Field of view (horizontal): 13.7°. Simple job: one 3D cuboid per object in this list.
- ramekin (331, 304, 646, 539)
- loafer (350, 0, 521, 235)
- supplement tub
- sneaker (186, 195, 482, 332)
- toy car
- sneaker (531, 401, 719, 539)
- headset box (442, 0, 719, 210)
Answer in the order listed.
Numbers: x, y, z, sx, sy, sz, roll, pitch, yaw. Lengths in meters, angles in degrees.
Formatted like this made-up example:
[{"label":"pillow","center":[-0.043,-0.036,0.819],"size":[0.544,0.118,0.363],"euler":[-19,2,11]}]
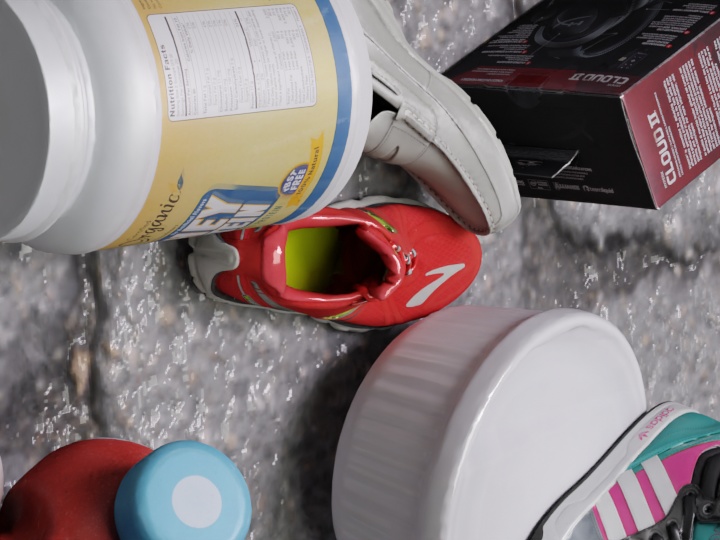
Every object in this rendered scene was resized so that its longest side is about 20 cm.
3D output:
[{"label":"ramekin","center":[0.068,0.111,1.660],"size":[0.202,0.094,0.203],"euler":[-27,125,-46]},{"label":"loafer","center":[0.011,-0.088,1.614],"size":[0.200,0.070,0.070],"euler":[48,65,-19]},{"label":"supplement tub","center":[-0.109,-0.085,1.454],"size":[0.200,0.144,0.145],"euler":[-9,102,-42]},{"label":"sneaker","center":[0.000,0.000,1.609],"size":[0.200,0.085,0.077],"euler":[-1,97,-44]},{"label":"toy car","center":[-0.187,0.108,1.421],"size":[0.200,0.184,0.177],"euler":[49,59,-3]},{"label":"sneaker","center":[0.173,0.160,1.637],"size":[0.200,0.121,0.084],"euler":[-47,138,-32]},{"label":"headset box","center":[0.150,-0.108,1.695],"size":[0.200,0.149,0.077],"euler":[-39,120,-34]}]
